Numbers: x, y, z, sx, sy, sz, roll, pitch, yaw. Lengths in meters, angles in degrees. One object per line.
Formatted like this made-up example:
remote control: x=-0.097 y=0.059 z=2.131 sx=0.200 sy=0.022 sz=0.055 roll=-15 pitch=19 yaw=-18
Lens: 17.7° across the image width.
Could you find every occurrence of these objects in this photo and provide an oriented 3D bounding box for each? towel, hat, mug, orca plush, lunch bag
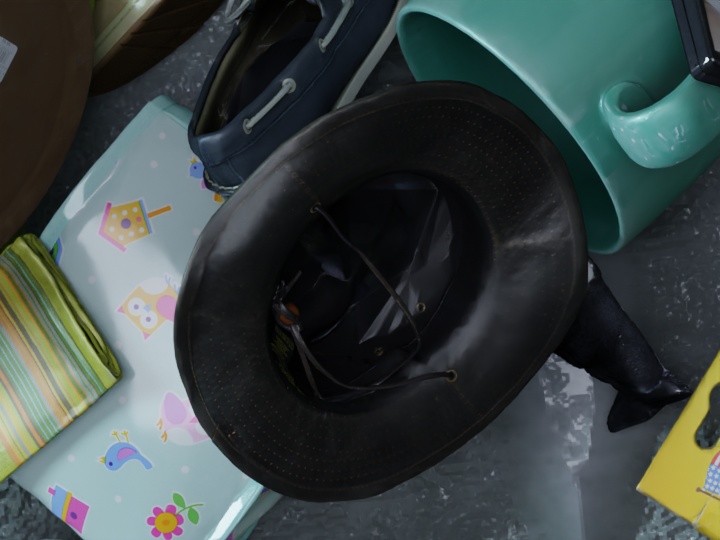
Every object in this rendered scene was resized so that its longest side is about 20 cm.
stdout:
towel: x=-0.205 y=0.075 z=1.114 sx=0.200 sy=0.018 sz=0.086 roll=-40 pitch=75 yaw=21
hat: x=0.000 y=0.000 z=1.040 sx=0.200 sy=0.081 sz=0.202 roll=-9 pitch=114 yaw=-20
mug: x=0.119 y=-0.093 z=1.073 sx=0.114 sy=0.152 sz=0.185 roll=-42 pitch=57 yaw=-12
orca plush: x=0.068 y=0.009 z=1.119 sx=0.071 sy=0.105 sz=0.200 roll=-42 pitch=113 yaw=-12
lunch bag: x=-0.086 y=0.035 z=1.141 sx=0.170 sy=0.122 sz=0.200 roll=37 pitch=104 yaw=7

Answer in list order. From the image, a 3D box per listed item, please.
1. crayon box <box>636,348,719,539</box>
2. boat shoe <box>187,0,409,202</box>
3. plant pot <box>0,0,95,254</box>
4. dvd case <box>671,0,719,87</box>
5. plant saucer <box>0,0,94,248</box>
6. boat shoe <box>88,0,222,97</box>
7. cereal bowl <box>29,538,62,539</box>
crayon box: x=0.250 y=0.103 z=1.118 sx=0.200 sy=0.051 sz=0.127 roll=32 pitch=97 yaw=7
boat shoe: x=-0.032 y=-0.116 z=1.104 sx=0.075 sy=0.062 sz=0.200 roll=0 pitch=51 yaw=36
plant pot: x=-0.273 y=-0.083 z=1.108 sx=0.199 sy=0.181 sz=0.200 roll=27 pitch=108 yaw=16
dvd case: x=0.210 y=-0.128 z=1.036 sx=0.018 sy=0.199 sz=0.143 roll=-39 pitch=50 yaw=43
plant saucer: x=-0.183 y=-0.072 z=1.035 sx=0.029 sy=0.200 sz=0.201 roll=26 pitch=97 yaw=24
boat shoe: x=-0.091 y=-0.172 z=1.149 sx=0.063 sy=0.073 sz=0.200 roll=45 pitch=111 yaw=12
cereal bowl: x=-0.123 y=0.222 z=1.114 sx=0.083 sy=0.200 sz=0.201 roll=-15 pitch=90 yaw=8
